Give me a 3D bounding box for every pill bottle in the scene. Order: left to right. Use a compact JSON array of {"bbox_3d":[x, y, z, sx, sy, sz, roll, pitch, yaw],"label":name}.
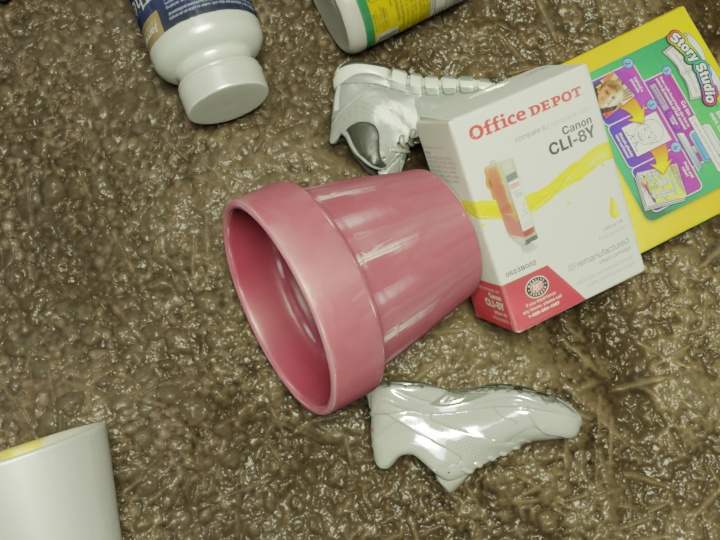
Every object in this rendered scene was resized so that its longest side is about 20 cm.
[{"bbox_3d":[-0.160,-0.249,0.861,0.110,0.111,0.201,-20,81,-5],"label":"pill bottle"},{"bbox_3d":[0.053,-0.305,0.878,0.199,0.113,0.113,-27,82,-6],"label":"pill bottle"}]

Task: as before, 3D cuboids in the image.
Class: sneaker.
[{"bbox_3d":[0.063,-0.130,0.874,0.199,0.075,0.116,10,84,10],"label":"sneaker"},{"bbox_3d":[0.103,0.154,0.824,0.199,0.078,0.100,1,86,7],"label":"sneaker"}]

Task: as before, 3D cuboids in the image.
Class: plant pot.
[{"bbox_3d":[0.000,0.000,0.791,0.178,0.200,0.201,-24,81,-21],"label":"plant pot"}]

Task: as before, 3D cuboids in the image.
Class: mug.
[{"bbox_3d":[-0.281,0.229,0.777,0.149,0.186,0.154,-17,89,-38],"label":"mug"}]

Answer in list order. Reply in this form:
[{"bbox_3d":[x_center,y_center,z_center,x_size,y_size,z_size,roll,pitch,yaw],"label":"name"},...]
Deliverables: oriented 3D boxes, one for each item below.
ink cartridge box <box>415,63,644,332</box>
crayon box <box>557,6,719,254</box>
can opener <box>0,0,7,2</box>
[{"bbox_3d":[0.153,-0.068,0.809,0.144,0.083,0.201,-24,105,-13],"label":"ink cartridge box"},{"bbox_3d":[0.286,-0.133,0.883,0.172,0.058,0.201,-26,82,-7],"label":"crayon box"},{"bbox_3d":[-0.410,-0.359,0.897,0.200,0.063,0.079,42,82,5],"label":"can opener"}]
